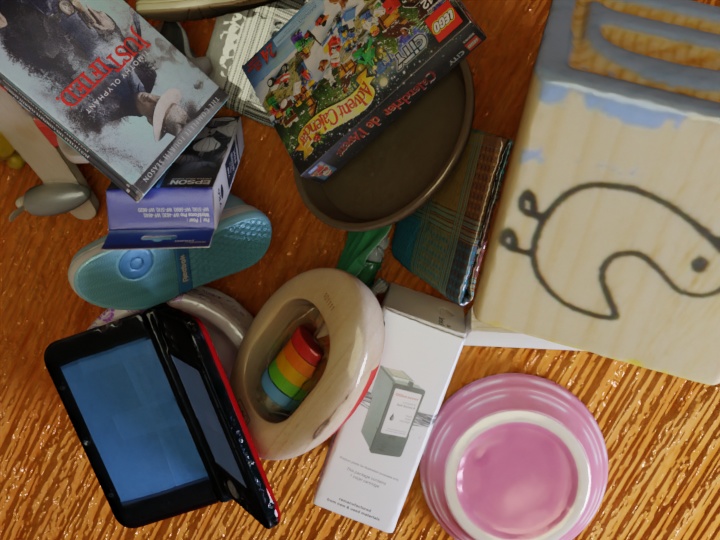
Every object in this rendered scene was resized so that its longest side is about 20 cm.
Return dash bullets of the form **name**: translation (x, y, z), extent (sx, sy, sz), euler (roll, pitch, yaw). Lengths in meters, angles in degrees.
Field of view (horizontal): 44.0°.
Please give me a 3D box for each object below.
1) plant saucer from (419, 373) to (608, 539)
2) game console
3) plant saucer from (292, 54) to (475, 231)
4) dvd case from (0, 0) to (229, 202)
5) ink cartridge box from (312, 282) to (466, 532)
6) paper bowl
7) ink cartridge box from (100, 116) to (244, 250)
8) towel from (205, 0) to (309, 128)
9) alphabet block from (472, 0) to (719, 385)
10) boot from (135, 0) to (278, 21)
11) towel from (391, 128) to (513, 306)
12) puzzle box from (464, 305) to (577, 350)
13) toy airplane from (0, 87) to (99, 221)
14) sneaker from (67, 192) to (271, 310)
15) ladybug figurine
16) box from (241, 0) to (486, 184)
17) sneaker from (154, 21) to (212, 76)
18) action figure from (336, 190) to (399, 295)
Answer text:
- **plant saucer**: translation (0.160, 0.211, 0.926), extent (0.198, 0.051, 0.203), euler (1, 100, 3)
- **game console**: translation (-0.178, 0.145, 0.789), extent (0.118, 0.172, 0.202), euler (-26, 106, -23)
- **plant saucer**: translation (0.021, -0.128, 0.812), extent (0.198, 0.029, 0.203), euler (-14, 65, 33)
- **dvd case**: translation (-0.227, -0.173, 0.768), extent (0.200, 0.147, 0.022), euler (43, 143, -13)
- **ink cartridge box**: translation (0.030, 0.125, 0.872), extent (0.083, 0.146, 0.202), euler (20, 99, 1)
- **paper bowl**: translation (-0.184, 0.113, 0.902), extent (0.198, 0.104, 0.203), euler (1, 100, 3)
- **ink cartridge box**: translation (-0.170, -0.086, 0.824), extent (0.098, 0.201, 0.040), euler (-2, 124, 2)
- **towel**: translation (-0.046, -0.233, 0.874), extent (0.191, 0.035, 0.202), euler (22, 99, 0)
- **alphabet block**: translation (0.203, -0.071, 0.651), extent (0.193, 0.197, 0.202), euler (15, 128, 10)
- **boot**: translation (-0.123, -0.319, 0.810), extent (0.198, 0.072, 0.157), euler (-15, 102, -3)
- **towel**: translation (0.078, -0.060, 0.817), extent (0.021, 0.200, 0.148), euler (10, 100, -17)
- **puzzle box**: translation (0.199, 0.058, 0.859), extent (0.197, 0.133, 0.026), euler (2, 79, 2)
- **toy airplane**: translation (-0.319, -0.125, 0.823), extent (0.199, 0.199, 0.142), euler (38, 66, -15)
- **sneaker**: translation (-0.199, -0.036, 0.855), extent (0.198, 0.130, 0.080), euler (-16, 130, -34)
- **ladybug figurine**: translation (-0.045, 0.086, 0.791), extent (0.200, 0.072, 0.136), euler (-49, 55, 25)
- **box**: translation (-0.003, -0.195, 0.797), extent (0.200, 0.038, 0.137), euler (-39, 64, 20)
- **sneaker**: translation (-0.230, -0.208, 0.881), extent (0.198, 0.075, 0.116), euler (22, 69, 18)
- **action figure**: translation (0.000, 0.000, 0.886), extent (0.054, 0.118, 0.202), euler (19, 109, -12)
